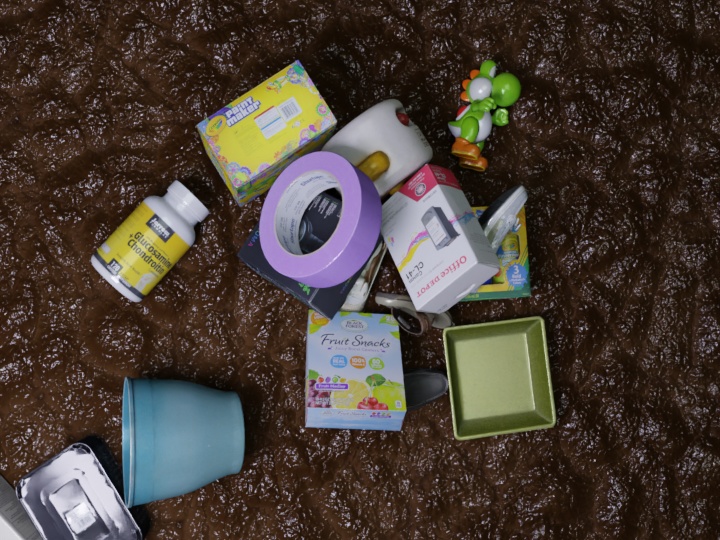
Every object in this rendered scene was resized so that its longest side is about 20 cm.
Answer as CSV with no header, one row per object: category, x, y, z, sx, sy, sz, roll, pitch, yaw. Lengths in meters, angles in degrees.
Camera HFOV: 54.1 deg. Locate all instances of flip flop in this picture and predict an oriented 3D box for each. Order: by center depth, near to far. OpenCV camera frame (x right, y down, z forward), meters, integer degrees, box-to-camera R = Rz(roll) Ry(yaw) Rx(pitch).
flip flop,0.092,0.081,1.241,0.080,0.199,0.059,0,77,35

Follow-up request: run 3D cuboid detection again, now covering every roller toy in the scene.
roller toy,0.031,-0.195,1.238,0.181,0.200,0.141,-36,90,-22

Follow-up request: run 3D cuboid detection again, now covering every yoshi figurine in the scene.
yoshi figurine,0.243,-0.294,1.322,0.110,0.112,0.205,19,81,-22

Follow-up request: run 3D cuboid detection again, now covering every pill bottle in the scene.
pill bottle,-0.356,-0.054,1.214,0.112,0.112,0.201,41,82,-3

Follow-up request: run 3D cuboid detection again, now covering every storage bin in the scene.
storage bin,-0.457,0.396,1.176,0.134,0.094,0.202,-32,90,-9

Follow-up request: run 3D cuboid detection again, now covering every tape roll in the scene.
tape roll,-0.064,-0.079,1.107,0.197,0.065,0.205,-12,69,32

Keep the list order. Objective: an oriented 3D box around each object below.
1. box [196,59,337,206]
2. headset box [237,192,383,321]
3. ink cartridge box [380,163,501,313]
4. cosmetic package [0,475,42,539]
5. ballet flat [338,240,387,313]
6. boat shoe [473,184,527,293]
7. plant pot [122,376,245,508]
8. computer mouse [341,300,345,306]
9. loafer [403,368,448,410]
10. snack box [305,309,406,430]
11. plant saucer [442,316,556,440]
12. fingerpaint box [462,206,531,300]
box,-0.159,-0.226,1.213,0.198,0.193,0.123,-34,91,-9
headset box,-0.081,-0.037,1.211,0.198,0.093,0.176,30,82,32
ink cartridge box,0.126,-0.053,1.196,0.147,0.085,0.203,-40,60,30
cosmetic package,-0.593,0.423,1.151,0.087,0.103,0.200,-43,90,-7
ballet flat,0.000,0.000,1.282,0.066,0.062,0.204,23,83,-4
boat shoe,0.233,-0.058,1.241,0.064,0.074,0.204,36,86,-9
plant pot,-0.293,0.274,1.167,0.184,0.199,0.205,0,85,-23
computer mouse,-0.027,-0.015,1.265,0.033,0.058,0.204,22,71,-20
loafer,0.070,0.223,1.270,0.195,0.072,0.075,-13,87,-8
snack box,-0.013,0.168,1.215,0.164,0.069,0.203,3,46,-8
plant saucer,0.252,0.197,1.309,0.195,0.048,0.205,-6,86,-8
fingerpaint box,0.208,-0.029,1.307,0.195,0.073,0.171,-2,85,-8
